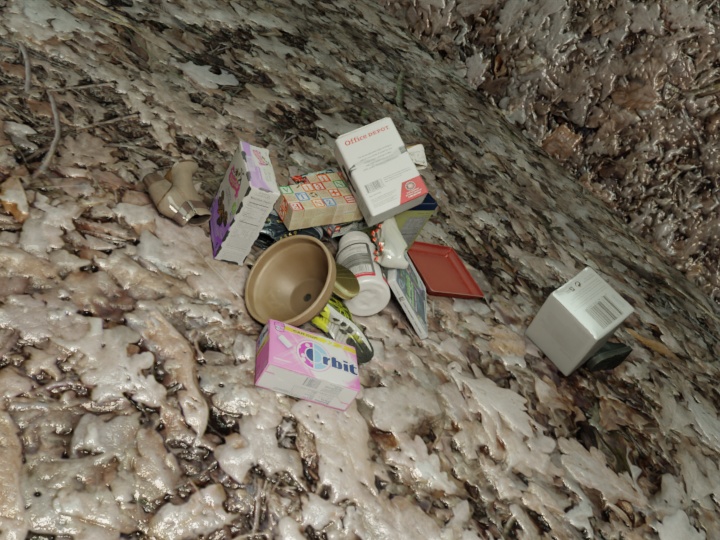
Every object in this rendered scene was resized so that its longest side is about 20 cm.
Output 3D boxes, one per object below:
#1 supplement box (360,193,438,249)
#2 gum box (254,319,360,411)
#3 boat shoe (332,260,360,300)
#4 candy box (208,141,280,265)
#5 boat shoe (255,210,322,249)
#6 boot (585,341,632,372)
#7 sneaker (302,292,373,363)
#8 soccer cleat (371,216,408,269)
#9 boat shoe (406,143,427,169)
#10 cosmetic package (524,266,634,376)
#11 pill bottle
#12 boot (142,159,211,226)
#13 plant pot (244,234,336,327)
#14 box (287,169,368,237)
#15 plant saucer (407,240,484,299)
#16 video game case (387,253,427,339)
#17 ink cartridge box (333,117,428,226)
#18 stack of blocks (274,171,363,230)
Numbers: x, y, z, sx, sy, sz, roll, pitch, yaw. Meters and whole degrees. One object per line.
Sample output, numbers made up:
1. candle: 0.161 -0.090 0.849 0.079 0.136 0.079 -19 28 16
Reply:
1. supplement box: 0.055 -0.158 1.795 0.133 0.201 0.201 -3 46 -43
2. gum box: -0.095 0.180 1.316 0.198 0.066 0.114 21 35 -21
3. boat shoe: -0.072 0.016 1.521 0.073 0.064 0.200 -1 29 -42
4. candy box: -0.254 -0.144 1.489 0.071 0.201 0.168 14 35 -29
5. boat shoe: -0.177 -0.081 1.614 0.199 0.071 0.092 16 46 -26
6. boot: 0.675 0.200 1.996 0.210 0.080 0.158 1 44 -42
7. sneaker: -0.037 0.109 1.462 0.200 0.075 0.084 44 32 16
8. soccer cleat: 0.071 -0.069 1.612 0.077 0.070 0.201 20 34 -14
9. boat shoe: 0.095 -0.257 1.708 0.199 0.071 0.070 -23 86 -37
10. cosmetic package: 0.569 0.135 1.828 0.164 0.201 0.165 -29 65 -29
11. pill bottle: 0.000 0.000 1.613 0.110 0.111 0.201 18 34 -24
12. boot: -0.383 -0.166 1.540 0.146 0.070 0.200 44 33 5
13. plant pot: -0.127 0.037 1.408 0.093 0.200 0.202 47 11 -52
14. box: -0.072 -0.169 1.719 0.136 0.040 0.200 -18 53 -38
15. plant saucer: 0.214 0.004 1.880 0.199 0.037 0.200 6 40 -36
16. video game case: 0.114 0.036 1.664 0.183 0.023 0.201 59 20 -28
17. ink cartridge box: 0.043 -0.225 1.589 0.143 0.084 0.201 -24 81 -12
18. stack of blocks: -0.098 -0.165 1.624 0.198 0.059 0.115 -11 49 -31
